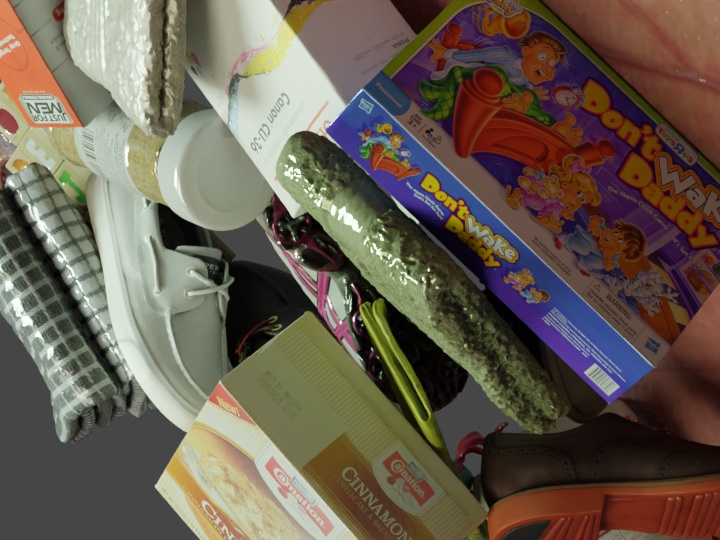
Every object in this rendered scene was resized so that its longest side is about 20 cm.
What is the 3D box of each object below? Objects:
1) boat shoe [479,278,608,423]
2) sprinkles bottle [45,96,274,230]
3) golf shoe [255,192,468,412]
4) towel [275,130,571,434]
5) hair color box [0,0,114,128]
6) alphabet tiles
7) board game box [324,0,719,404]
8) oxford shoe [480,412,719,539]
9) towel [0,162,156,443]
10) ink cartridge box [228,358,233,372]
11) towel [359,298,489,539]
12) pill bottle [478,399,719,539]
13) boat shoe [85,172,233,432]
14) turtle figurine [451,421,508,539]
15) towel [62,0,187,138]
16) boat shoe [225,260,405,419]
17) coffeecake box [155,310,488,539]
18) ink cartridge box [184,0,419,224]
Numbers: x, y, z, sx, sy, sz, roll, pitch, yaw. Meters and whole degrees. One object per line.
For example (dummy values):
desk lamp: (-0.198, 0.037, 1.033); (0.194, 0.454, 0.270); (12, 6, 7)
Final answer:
boat shoe: (0.095, -0.004, 1.359); (0.066, 0.075, 0.199); (15, 138, 41)
sprinkles bottle: (-0.124, -0.077, 1.464); (0.200, 0.068, 0.068); (25, 147, 57)
golf shoe: (0.000, 0.000, 1.489); (0.200, 0.073, 0.092); (56, 175, -22)
towel: (0.035, 0.011, 1.296); (0.148, 0.036, 0.200); (45, 177, 33)
hair color box: (-0.197, -0.193, 1.436); (0.061, 0.102, 0.200); (2, 129, 48)
alphabet tiles: (-0.174, -0.060, 1.656); (0.200, 0.006, 0.166); (44, 149, -1)
board game box: (0.098, -0.048, 1.243); (0.200, 0.134, 0.045); (43, 140, -1)
oxford shoe: (0.166, 0.108, 1.358); (0.071, 0.200, 0.073); (103, 160, -57)
towel: (-0.204, 0.028, 1.634); (0.166, 0.086, 0.200); (56, 170, 7)
ink cartridge box: (-0.042, 0.123, 1.612); (0.200, 0.067, 0.117); (42, 155, 41)
towel: (0.041, 0.091, 1.410); (0.086, 0.018, 0.200); (60, 177, 28)
pill bottle: (0.167, 0.183, 1.465); (0.110, 0.110, 0.200); (-11, 120, 53)
boat shoe: (-0.115, 0.005, 1.540); (0.069, 0.200, 0.072); (-34, 146, 30)
turtle figurine: (0.084, 0.184, 1.539); (0.200, 0.150, 0.101); (46, 133, -6)
towel: (-0.129, -0.184, 1.335); (0.133, 0.034, 0.200); (-135, 44, -55)
boat shoe: (-0.044, 0.054, 1.537); (0.063, 0.074, 0.201); (34, -168, -50)
coffeecake box: (-0.028, 0.133, 1.409); (0.154, 0.073, 0.200); (48, 154, 7)
ink cartridge box: (-0.030, -0.113, 1.336); (0.200, 0.067, 0.116); (53, 149, 10)
